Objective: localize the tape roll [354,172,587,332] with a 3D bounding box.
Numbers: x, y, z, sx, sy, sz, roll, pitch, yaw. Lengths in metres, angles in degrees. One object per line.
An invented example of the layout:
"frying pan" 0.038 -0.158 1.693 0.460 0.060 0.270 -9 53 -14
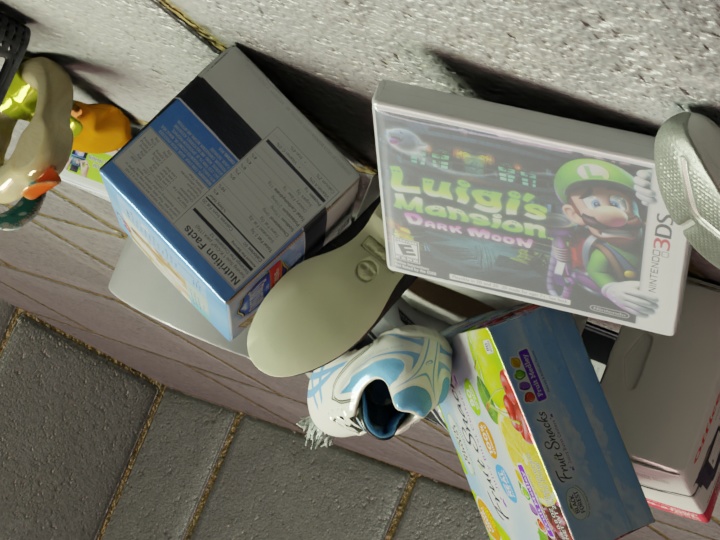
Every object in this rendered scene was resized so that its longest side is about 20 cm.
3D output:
"tape roll" 0.087 -0.005 1.415 0.201 0.071 0.202 23 170 4

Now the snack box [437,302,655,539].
"snack box" 0.119 0.112 1.298 0.200 0.067 0.170 154 94 -77

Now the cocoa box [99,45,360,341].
"cocoa box" -0.094 -0.049 1.306 0.133 0.131 0.200 46 171 5

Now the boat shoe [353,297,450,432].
"boat shoe" 0.022 0.072 1.426 0.067 0.072 0.200 -27 135 17

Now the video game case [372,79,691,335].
"video game case" 0.108 -0.035 1.126 0.199 0.023 0.182 14 148 13

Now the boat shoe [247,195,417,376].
"boat shoe" 0.000 0.000 1.297 0.071 0.200 0.063 44 -179 3

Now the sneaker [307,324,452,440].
"sneaker" 0.005 0.096 1.339 0.072 0.073 0.200 28 155 -12

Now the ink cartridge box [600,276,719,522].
"ink cartridge box" 0.244 0.099 1.392 0.084 0.146 0.200 17 169 20

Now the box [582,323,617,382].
"box" 0.197 0.118 1.706 0.147 0.105 0.200 20 170 13

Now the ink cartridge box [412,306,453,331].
"ink cartridge box" 0.055 0.055 1.537 0.199 0.060 0.104 9 -144 -25

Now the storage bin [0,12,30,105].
"storage bin" -0.358 -0.151 1.442 0.093 0.136 0.200 28 169 -30

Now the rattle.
"rattle" -0.240 -0.080 1.481 0.143 0.130 0.200 47 179 -38

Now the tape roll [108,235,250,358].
"tape roll" -0.118 0.021 1.591 0.199 0.067 0.200 22 -175 -2

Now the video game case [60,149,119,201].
"video game case" -0.162 -0.062 1.676 0.180 0.046 0.200 20 178 21

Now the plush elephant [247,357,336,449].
"plush elephant" -0.035 0.054 1.774 0.155 0.201 0.164 38 -174 31

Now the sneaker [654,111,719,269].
"sneaker" 0.240 -0.022 1.019 0.200 0.080 0.070 47 169 -19
